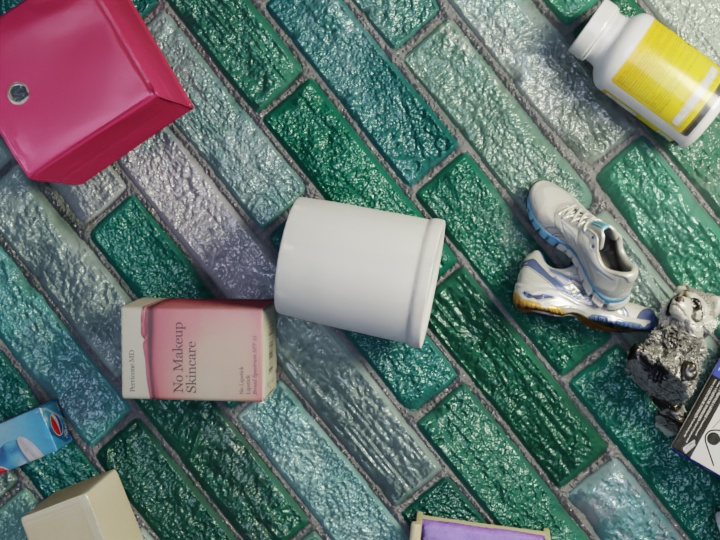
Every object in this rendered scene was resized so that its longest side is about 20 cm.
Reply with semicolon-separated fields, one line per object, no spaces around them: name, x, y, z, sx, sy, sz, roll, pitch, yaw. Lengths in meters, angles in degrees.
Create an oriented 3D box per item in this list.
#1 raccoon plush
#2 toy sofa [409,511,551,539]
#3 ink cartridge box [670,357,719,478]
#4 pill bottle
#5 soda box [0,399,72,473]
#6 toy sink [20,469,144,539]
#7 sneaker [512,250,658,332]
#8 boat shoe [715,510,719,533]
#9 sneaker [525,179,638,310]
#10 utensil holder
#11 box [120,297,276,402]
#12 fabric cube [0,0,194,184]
raccoon plush;0.417;0.109;1.434;0.096;0.201;0.134;29;64;23
toy sofa;0.163;0.392;1.478;0.197;0.098;0.084;7;96;6
ink cartridge box;0.497;0.170;1.422;0.093;0.044;0.202;28;85;25
pill bottle;0.371;-0.258;1.399;0.199;0.112;0.113;37;97;1
soda box;-0.520;0.256;1.555;0.198;0.064;0.069;-23;92;8
toy sink;-0.374;0.404;1.518;0.111;0.130;0.202;-21;93;7
sneaker;0.306;0.028;1.448;0.197;0.075;0.089;14;78;-4
boat shoe;0.524;0.415;1.461;0.068;0.072;0.203;-13;100;28
sneaker;0.295;-0.050;1.411;0.074;0.087;0.201;-29;69;-23
utensil holder;0.000;0.000;1.430;0.197;0.170;0.173;10;95;6
box;-0.219;0.107;1.489;0.197;0.109;0.130;0;95;5
fabric cube;-0.369;-0.250;1.431;0.198;0.200;0.198;-30;90;6
